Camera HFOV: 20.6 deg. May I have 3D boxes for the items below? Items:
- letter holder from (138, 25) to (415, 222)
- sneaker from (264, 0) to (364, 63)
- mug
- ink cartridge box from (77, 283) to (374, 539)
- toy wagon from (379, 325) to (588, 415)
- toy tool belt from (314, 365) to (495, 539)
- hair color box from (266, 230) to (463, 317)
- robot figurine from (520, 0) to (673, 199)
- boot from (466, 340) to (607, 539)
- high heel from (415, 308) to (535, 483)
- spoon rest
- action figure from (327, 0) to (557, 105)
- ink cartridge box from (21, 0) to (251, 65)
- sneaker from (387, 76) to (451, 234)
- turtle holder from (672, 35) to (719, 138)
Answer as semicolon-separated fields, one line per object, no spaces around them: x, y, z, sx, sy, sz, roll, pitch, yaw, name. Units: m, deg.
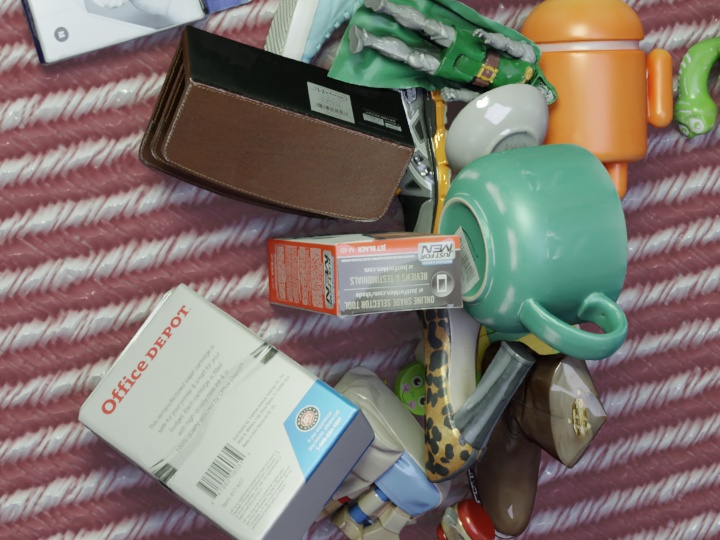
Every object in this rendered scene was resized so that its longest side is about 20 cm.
-0.076;-0.096;1.666;0.199;0.101;0.143;16;119;-17;letter holder
-0.021;-0.236;1.718;0.082;0.074;0.201;22;87;-16;sneaker
0.140;-0.020;1.625;0.114;0.185;0.153;-8;109;-24;mug
-0.112;0.129;1.652;0.200;0.084;0.146;34;80;22;ink cartridge box
0.110;0.089;1.801;0.199;0.040;0.156;-20;99;-17;toy wagon
0.013;0.193;1.748;0.123;0.125;0.200;-35;103;22;toy tool belt
0.000;0.000;1.673;0.110;0.200;0.064;-4;95;-19;hair color box
0.202;-0.163;1.778;0.143;0.116;0.201;0;95;25;robot figurine
0.154;0.155;1.694;0.064;0.200;0.188;-5;95;-18;boot
0.059;0.083;1.725;0.071;0.200;0.143;18;110;-39;high heel
0.121;-0.084;1.735;0.099;0.061;0.201;-20;136;-15;spoon rest
0.085;-0.181;1.681;0.199;0.055;0.119;17;116;-26;action figure
-0.203;-0.295;1.668;0.199;0.041;0.201;-20;100;-17;ink cartridge box
0.040;-0.113;1.753;0.077;0.078;0.201;-4;92;-4;sneaker
0.391;-0.181;1.829;0.185;0.141;0.133;-18;100;-18;turtle holder
